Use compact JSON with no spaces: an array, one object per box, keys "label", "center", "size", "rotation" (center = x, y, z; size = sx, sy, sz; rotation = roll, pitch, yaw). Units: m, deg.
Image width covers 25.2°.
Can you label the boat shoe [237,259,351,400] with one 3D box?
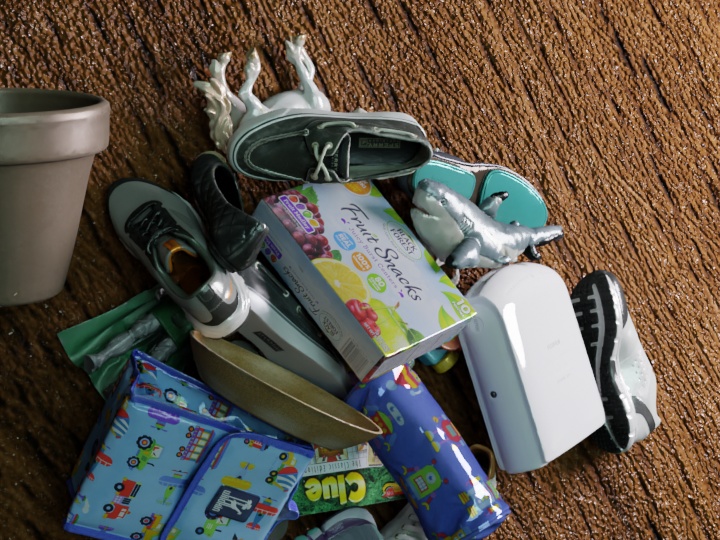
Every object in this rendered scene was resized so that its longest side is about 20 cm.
[{"label":"boat shoe","center":[-0.068,0.057,1.573],"size":[0.200,0.069,0.057],"rotation":[46,53,-38]}]

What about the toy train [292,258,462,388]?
[{"label":"toy train","center":[0.033,0.043,1.655],"size":[0.200,0.056,0.151],"rotation":[-5,87,-28]}]

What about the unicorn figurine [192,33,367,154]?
[{"label":"unicorn figurine","center":[-0.067,-0.165,1.624],"size":[0.200,0.074,0.138],"rotation":[-16,101,-14]}]

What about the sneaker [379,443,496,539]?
[{"label":"sneaker","center":[0.067,0.248,1.624],"size":[0.073,0.085,0.200],"rotation":[30,57,20]}]

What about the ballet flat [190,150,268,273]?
[{"label":"ballet flat","center":[-0.120,-0.061,1.521],"size":[0.057,0.200,0.066],"rotation":[-39,122,9]}]

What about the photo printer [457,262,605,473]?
[{"label":"photo printer","center":[0.176,0.093,1.688],"size":[0.166,0.069,0.200],"rotation":[-20,94,-55]}]

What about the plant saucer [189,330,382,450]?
[{"label":"plant saucer","center":[-0.075,0.117,1.484],"size":[0.200,0.200,0.036],"rotation":[27,91,-23]}]

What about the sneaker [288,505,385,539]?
[{"label":"sneaker","center":[-0.054,0.305,1.545],"size":[0.200,0.075,0.088],"rotation":[-30,57,-20]}]

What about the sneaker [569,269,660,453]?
[{"label":"sneaker","center":[0.281,0.097,1.781],"size":[0.080,0.074,0.201],"rotation":[-11,94,-43]}]

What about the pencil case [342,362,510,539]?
[{"label":"pencil case","center":[0.058,0.180,1.569],"size":[0.087,0.078,0.200],"rotation":[-39,78,13]}]

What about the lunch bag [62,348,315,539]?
[{"label":"lunch bag","center":[-0.149,0.187,1.472],"size":[0.200,0.094,0.151],"rotation":[23,108,-16]}]

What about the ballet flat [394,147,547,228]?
[{"label":"ballet flat","center":[0.110,-0.088,1.698],"size":[0.200,0.073,0.073],"rotation":[16,77,-37]}]

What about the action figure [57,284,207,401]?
[{"label":"action figure","center":[-0.177,0.048,1.547],"size":[0.200,0.055,0.118],"rotation":[-41,100,-30]}]

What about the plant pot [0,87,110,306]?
[{"label":"plant pot","center":[-0.320,-0.066,1.424],"size":[0.200,0.200,0.175],"rotation":[-6,106,-28]}]

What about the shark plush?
[{"label":"shark plush","center":[0.137,-0.043,1.651],"size":[0.200,0.091,0.084],"rotation":[6,97,-24]}]

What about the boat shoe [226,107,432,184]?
[{"label":"boat shoe","center":[-0.029,-0.119,1.571],"size":[0.199,0.064,0.071],"rotation":[-7,116,-11]}]

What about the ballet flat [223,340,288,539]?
[{"label":"ballet flat","center":[-0.113,0.169,1.574],"size":[0.067,0.046,0.201],"rotation":[-8,84,-41]}]

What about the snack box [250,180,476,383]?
[{"label":"snack box","center":[0.000,0.000,1.580],"size":[0.142,0.053,0.200],"rotation":[-22,68,-45]}]

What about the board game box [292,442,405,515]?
[{"label":"board game box","center":[-0.036,0.186,1.592],"size":[0.200,0.023,0.105],"rotation":[-3,84,-42]}]

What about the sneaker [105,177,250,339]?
[{"label":"sneaker","center":[-0.175,-0.026,1.493],"size":[0.074,0.200,0.079],"rotation":[-41,149,-4]}]
